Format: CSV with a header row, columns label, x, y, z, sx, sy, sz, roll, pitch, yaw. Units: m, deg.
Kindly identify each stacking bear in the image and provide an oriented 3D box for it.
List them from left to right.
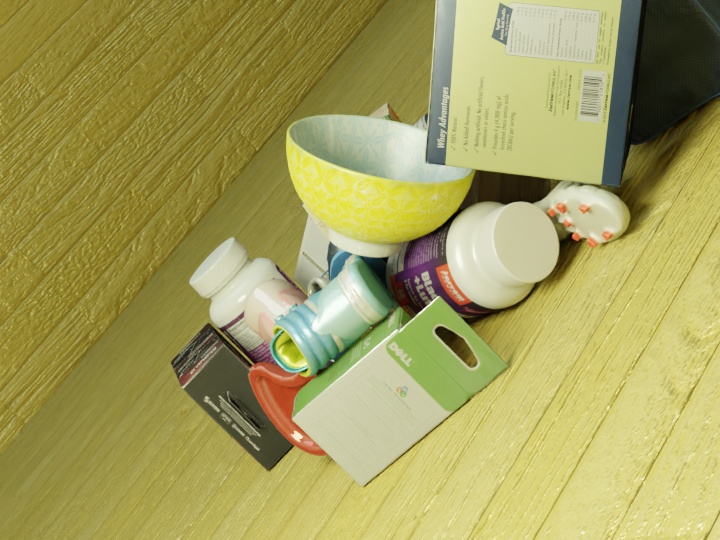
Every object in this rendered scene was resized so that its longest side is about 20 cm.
label,x,y,z,sx,sy,sz,roll,pitch,yaw
stacking bear,-0.007,0.101,1.642,0.121,0.115,0.200,0,30,43

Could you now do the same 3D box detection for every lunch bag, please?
label,x,y,z,sx,sy,sz,roll,pitch,yaw
lunch bag,0.327,-0.249,1.610,0.199,0.136,0.133,-32,18,34

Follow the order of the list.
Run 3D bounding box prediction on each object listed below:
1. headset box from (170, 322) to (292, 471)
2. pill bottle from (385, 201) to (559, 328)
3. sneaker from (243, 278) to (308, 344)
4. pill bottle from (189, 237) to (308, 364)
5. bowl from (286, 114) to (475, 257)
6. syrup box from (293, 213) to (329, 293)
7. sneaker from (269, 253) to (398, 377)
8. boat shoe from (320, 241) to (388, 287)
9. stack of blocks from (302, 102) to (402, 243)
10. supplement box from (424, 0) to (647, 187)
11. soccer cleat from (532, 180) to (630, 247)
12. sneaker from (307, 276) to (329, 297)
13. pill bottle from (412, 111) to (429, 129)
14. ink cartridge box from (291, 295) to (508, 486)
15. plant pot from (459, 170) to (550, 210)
label,x,y,z,sx,sy,sz,roll,pitch,yaw
headset box,-0.150,0.153,1.833,0.077,0.149,0.200,-45,13,-3
pill bottle,0.119,-0.009,1.572,0.112,0.111,0.200,-51,14,-28
sneaker,-0.068,0.068,1.734,0.076,0.104,0.200,-50,-29,-3
pill bottle,-0.123,0.056,1.933,0.112,0.200,0.112,-41,13,12
bowl,0.013,-0.079,1.554,0.200,0.198,0.109,-77,-2,-67
syrup box,-0.022,-0.040,1.980,0.079,0.081,0.201,-37,-20,-32
sneaker,-0.032,0.049,1.547,0.130,0.080,0.200,-38,-5,5
boat shoe,0.000,0.000,1.697,0.083,0.069,0.200,-17,-27,5
stack of blocks,0.001,-0.115,1.739,0.115,0.059,0.200,-33,16,14
supplement box,0.179,-0.207,1.506,0.134,0.197,0.202,-55,-30,-65
soccer cleat,0.226,-0.067,1.528,0.078,0.069,0.200,-45,9,-13
sneaker,-0.016,0.032,1.900,0.078,0.099,0.201,-33,17,41
pill bottle,0.108,-0.158,2.077,0.200,0.111,0.111,-40,13,19
ink cartridge box,0.038,0.109,1.475,0.200,0.104,0.059,-41,14,18
plant pot,0.165,-0.115,1.711,0.091,0.203,0.201,0,17,-1
